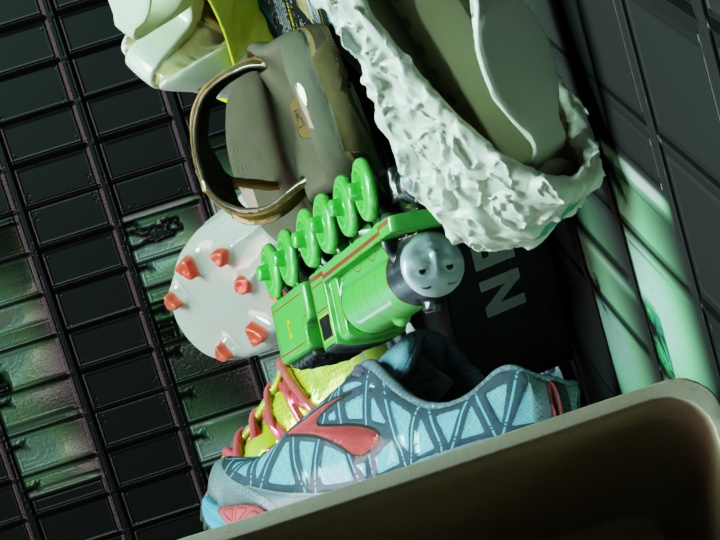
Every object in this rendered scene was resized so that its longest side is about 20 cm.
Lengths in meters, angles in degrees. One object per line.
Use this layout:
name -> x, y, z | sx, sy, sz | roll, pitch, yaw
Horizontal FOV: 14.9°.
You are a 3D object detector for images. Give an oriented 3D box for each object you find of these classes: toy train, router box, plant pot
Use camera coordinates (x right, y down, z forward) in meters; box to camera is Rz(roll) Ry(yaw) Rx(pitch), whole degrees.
toy train -> 0.000, 0.000, 1.014 | 0.200, 0.042, 0.056 | 144, 115, -73
router box -> 0.015, -0.069, 1.066 | 0.149, 0.051, 0.200 | -128, 18, -53
plant pot -> 0.044, 0.156, 0.843 | 0.177, 0.200, 0.200 | 15, -123, -82

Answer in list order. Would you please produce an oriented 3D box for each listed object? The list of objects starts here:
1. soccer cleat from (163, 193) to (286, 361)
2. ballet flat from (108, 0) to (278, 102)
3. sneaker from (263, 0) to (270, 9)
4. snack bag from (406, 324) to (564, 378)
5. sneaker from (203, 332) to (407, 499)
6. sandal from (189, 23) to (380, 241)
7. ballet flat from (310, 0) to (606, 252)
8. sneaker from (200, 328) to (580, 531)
soccer cleat -> -0.028, -0.025, 1.308 | 0.069, 0.078, 0.200 | 44, 137, 7
ballet flat -> -0.074, -0.114, 1.163 | 0.067, 0.067, 0.200 | 38, 164, 19
sneaker -> -0.004, -0.144, 1.158 | 0.082, 0.077, 0.200 | 46, 168, 32
snack bag -> 0.038, 0.043, 1.207 | 0.200, 0.021, 0.189 | 117, 142, -51
sneaker -> -0.023, 0.081, 1.185 | 0.078, 0.090, 0.200 | -125, 28, -46
sandal -> -0.037, -0.048, 1.067 | 0.080, 0.054, 0.200 | 65, 170, 1
ballet flat -> 0.017, -0.098, 0.834 | 0.200, 0.072, 0.072 | 58, 179, -9
sneaker -> 0.018, 0.072, 1.045 | 0.200, 0.079, 0.096 | -2, 74, 49
